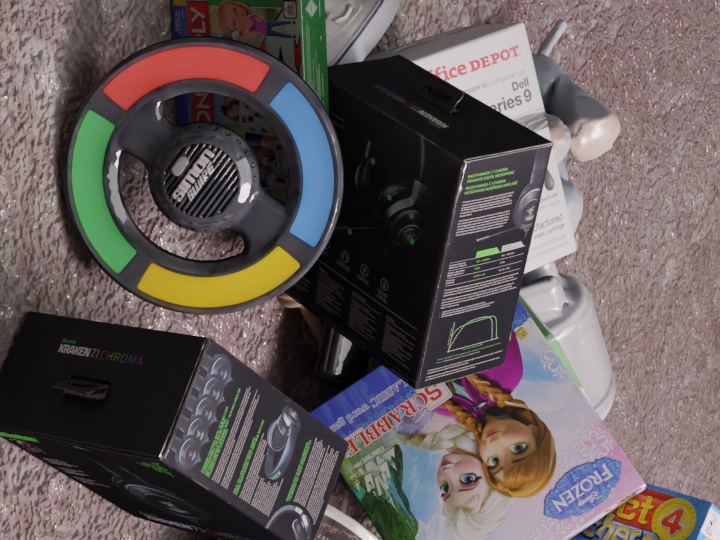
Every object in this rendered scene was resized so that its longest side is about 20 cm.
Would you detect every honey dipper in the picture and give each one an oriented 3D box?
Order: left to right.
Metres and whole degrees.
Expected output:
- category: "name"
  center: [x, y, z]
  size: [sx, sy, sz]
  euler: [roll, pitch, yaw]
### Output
- category: "honey dipper"
  center: [-0.033, 0.055, 1.632]
  size: [0.038, 0.038, 0.200]
  euler: [-57, 140, -31]

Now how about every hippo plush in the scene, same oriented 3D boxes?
- category: "hippo plush"
  center: [0.134, -0.105, 1.772]
  size: [0.159, 0.200, 0.161]
  euler: [-6, 128, -14]

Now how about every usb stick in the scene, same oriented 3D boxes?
- category: "usb stick"
  center: [0.000, 0.000, 1.614]
  size: [0.055, 0.033, 0.200]
  euler: [24, 74, -52]

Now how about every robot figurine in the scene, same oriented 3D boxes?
- category: "robot figurine"
  center: [0.176, 0.082, 1.852]
  size: [0.170, 0.113, 0.200]
  euler: [-93, 165, -56]

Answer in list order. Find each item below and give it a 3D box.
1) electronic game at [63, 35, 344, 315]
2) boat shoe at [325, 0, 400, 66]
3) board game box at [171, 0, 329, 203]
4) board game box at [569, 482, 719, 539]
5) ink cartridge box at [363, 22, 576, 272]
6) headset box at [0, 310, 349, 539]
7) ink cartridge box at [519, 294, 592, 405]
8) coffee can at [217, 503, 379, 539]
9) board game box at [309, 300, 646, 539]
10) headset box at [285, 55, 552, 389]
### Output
- category: "electronic game"
  center: [-0.111, -0.066, 1.387]
  size: [0.042, 0.200, 0.200]
  euler: [-78, 167, -77]
- category: "boat shoe"
  center: [-0.036, -0.198, 1.553]
  size: [0.086, 0.075, 0.202]
  euler: [49, 40, -15]
- category: "board game box"
  center: [-0.082, -0.147, 1.443]
  size: [0.029, 0.134, 0.200]
  euler: [-16, 108, -48]
- category: "board game box"
  center: [0.176, 0.261, 1.582]
  size: [0.056, 0.200, 0.196]
  euler: [41, 69, -46]
- category: "ink cartridge box"
  center: [0.079, -0.089, 1.597]
  size: [0.146, 0.084, 0.200]
  euler: [-23, 105, -32]
- category: "headset box"
  center: [-0.139, 0.112, 1.376]
  size: [0.200, 0.174, 0.093]
  euler: [43, 61, -49]
- category: "ink cartridge box"
  center: [0.088, 0.129, 1.678]
  size: [0.200, 0.088, 0.145]
  euler: [-34, 133, -2]
- category: "coffee can"
  center: [-0.077, 0.289, 1.516]
  size: [0.200, 0.146, 0.146]
  euler: [-59, 138, -30]
- category: "board game box"
  center: [0.090, 0.146, 1.562]
  size: [0.200, 0.200, 0.041]
  euler: [-34, 167, -1]
- category: "headset box"
  center: [0.036, -0.045, 1.450]
  size: [0.093, 0.174, 0.200]
  euler: [-13, 124, -39]
